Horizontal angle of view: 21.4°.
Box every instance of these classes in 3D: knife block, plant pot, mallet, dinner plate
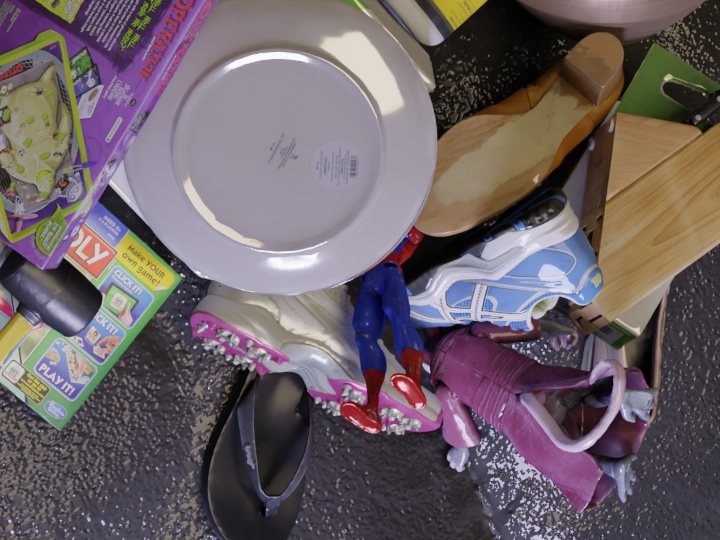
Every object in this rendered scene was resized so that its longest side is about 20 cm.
[{"bbox_3d":[0.247,-0.043,1.348,0.175,0.064,0.201,11,77,-7],"label":"knife block"},{"bbox_3d":[0.180,-0.228,1.371,0.200,0.201,0.093,-31,143,-19],"label":"plant pot"},{"bbox_3d":[-0.257,0.063,1.225,0.200,0.041,0.066,-43,113,-10],"label":"mallet"},{"bbox_3d":[-0.051,-0.076,1.195,0.199,0.024,0.201,0,110,-1],"label":"dinner plate"}]

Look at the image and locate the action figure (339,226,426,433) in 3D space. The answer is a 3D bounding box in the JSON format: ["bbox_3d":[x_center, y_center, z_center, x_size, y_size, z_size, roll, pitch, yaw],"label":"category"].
[{"bbox_3d":[0.000,0.000,1.270,0.065,0.200,0.099,-29,125,24],"label":"action figure"}]

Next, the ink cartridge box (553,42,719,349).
[{"bbox_3d":[0.202,-0.054,1.407,0.104,0.059,0.200,32,76,0],"label":"ink cartridge box"}]

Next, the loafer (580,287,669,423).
[{"bbox_3d":[0.210,0.021,1.456,0.072,0.063,0.201,0,96,-26],"label":"loafer"}]

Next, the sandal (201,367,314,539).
[{"bbox_3d":[-0.062,0.107,1.347,0.076,0.043,0.201,11,91,-26],"label":"sandal"}]

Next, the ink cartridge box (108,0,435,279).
[{"bbox_3d":[-0.073,-0.116,1.238,0.200,0.084,0.146,-40,105,12],"label":"ink cartridge box"}]

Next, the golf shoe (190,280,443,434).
[{"bbox_3d":[-0.018,0.045,1.317,0.200,0.075,0.092,30,66,-25],"label":"golf shoe"}]

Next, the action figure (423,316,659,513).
[{"bbox_3d":[0.105,0.093,1.354,0.134,0.200,0.149,-65,155,2],"label":"action figure"}]

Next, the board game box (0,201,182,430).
[{"bbox_3d":[-0.232,-0.008,1.262,0.200,0.029,0.135,43,78,-23],"label":"board game box"}]

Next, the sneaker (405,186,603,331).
[{"bbox_3d":[0.087,0.013,1.323,0.076,0.200,0.077,-42,99,-35],"label":"sneaker"}]

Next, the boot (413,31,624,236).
[{"bbox_3d":[0.112,-0.081,1.360,0.201,0.144,0.071,-42,80,-9],"label":"boot"}]

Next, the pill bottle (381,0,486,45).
[{"bbox_3d":[0.082,-0.253,1.263,0.200,0.112,0.112,-43,112,3],"label":"pill bottle"}]

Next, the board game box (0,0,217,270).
[{"bbox_3d":[-0.188,-0.116,1.178,0.120,0.032,0.200,35,99,13],"label":"board game box"}]
